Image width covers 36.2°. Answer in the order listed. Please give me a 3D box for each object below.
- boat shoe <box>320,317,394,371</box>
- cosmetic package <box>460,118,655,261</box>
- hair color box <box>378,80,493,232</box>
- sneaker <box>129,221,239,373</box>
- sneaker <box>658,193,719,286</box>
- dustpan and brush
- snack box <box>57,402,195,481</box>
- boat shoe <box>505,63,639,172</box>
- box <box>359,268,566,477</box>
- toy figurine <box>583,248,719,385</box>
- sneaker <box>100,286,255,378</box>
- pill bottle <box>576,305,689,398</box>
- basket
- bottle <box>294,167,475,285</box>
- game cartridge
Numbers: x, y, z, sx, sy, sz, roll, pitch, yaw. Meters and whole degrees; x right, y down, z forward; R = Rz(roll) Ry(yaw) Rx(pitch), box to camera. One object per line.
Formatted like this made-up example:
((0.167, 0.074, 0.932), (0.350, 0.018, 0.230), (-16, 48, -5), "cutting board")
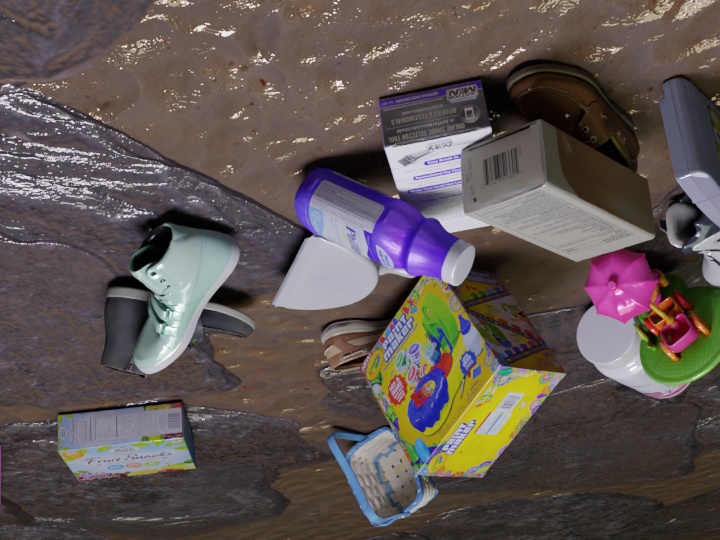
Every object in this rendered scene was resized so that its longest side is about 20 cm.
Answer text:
((0.044, 0.110, 1.576), (0.199, 0.072, 0.076), (-6, 153, -3), "boat shoe")
((0.202, -0.076, 1.118), (0.105, 0.072, 0.199), (-19, 154, 39), "cosmetic package")
((0.089, -0.113, 1.172), (0.109, 0.065, 0.200), (-10, 154, 6), "hair color box")
((-0.240, 0.027, 1.285), (0.118, 0.074, 0.201), (19, 111, -45), "sneaker")
((0.427, -0.045, 1.375), (0.129, 0.080, 0.199), (-3, 153, -5), "sneaker")
((0.000, 0.000, 1.388), (0.199, 0.057, 0.140), (11, 136, -21), "dustpan and brush")
((-0.378, 0.281, 1.797), (0.199, 0.068, 0.169), (-6, 153, -5), "snack box")
((0.229, -0.148, 1.134), (0.199, 0.068, 0.072), (18, 144, -39), "boat shoe")
((0.127, 0.131, 1.437), (0.121, 0.193, 0.200), (10, 125, -37), "box")
((0.370, 0.027, 1.449), (0.184, 0.200, 0.150), (36, 111, -27), "toy figurine")
((-0.235, 0.090, 1.409), (0.199, 0.107, 0.075), (12, 169, -24), "sneaker")
((0.412, 0.117, 1.643), (0.113, 0.114, 0.200), (-26, 147, 32), "pill bottle")
((0.036, 0.364, 1.965), (0.139, 0.177, 0.200), (-42, 153, 26), "basket")
((0.026, -0.043, 1.173), (0.199, 0.065, 0.084), (26, 162, 24), "bottle")
((0.386, -0.110, 1.181), (0.040, 0.134, 0.200), (-19, 152, 36), "game cartridge")
